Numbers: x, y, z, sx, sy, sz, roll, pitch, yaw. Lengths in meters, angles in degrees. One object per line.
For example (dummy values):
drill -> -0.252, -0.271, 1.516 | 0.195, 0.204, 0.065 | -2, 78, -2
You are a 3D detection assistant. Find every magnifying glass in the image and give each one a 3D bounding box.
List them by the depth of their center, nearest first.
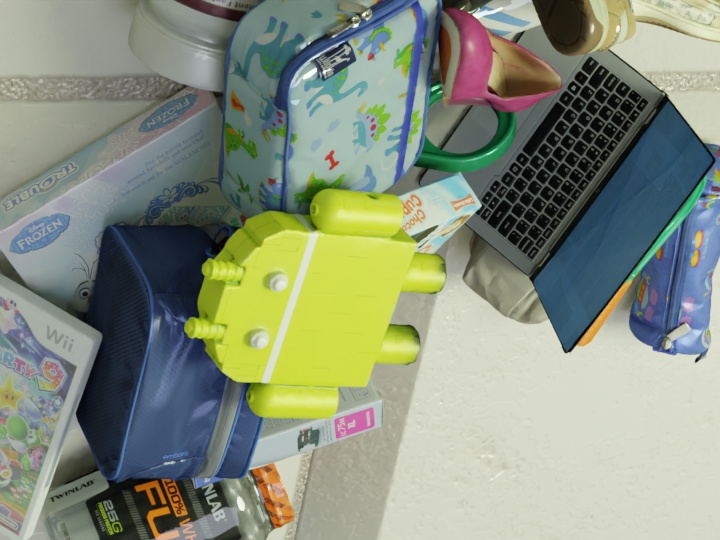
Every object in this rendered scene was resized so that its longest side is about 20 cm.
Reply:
magnifying glass -> 0.026, -0.103, 1.400 | 0.198, 0.080, 0.022 | -12, 151, -5
magnifying glass -> 0.227, -0.011, 1.472 | 0.079, 0.022, 0.201 | -26, 151, -45

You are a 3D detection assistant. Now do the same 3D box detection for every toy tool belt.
toy tool belt -> 0.179, -0.050, 1.504 | 0.200, 0.125, 0.123 | -52, 168, 19

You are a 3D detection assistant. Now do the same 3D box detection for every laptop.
laptop -> 0.154, -0.077, 1.382 | 0.188, 0.200, 0.116 | -54, 167, 18

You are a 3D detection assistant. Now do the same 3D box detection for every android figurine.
android figurine -> -0.033, 0.024, 1.265 | 0.199, 0.041, 0.183 | 6, 115, -36

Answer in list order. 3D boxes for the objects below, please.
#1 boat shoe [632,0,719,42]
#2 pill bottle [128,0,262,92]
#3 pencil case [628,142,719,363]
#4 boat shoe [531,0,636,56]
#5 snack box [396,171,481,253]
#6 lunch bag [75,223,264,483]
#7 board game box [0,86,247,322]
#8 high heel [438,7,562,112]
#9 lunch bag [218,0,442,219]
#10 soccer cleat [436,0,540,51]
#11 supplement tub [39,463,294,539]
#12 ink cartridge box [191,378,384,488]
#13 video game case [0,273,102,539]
boat shoe -> 0.254, -0.230, 1.417 | 0.198, 0.073, 0.063 | 6, 117, -25
pill bottle -> -0.089, -0.234, 1.225 | 0.113, 0.114, 0.201 | 6, 121, -29
pencil case -> 0.292, -0.013, 1.587 | 0.077, 0.087, 0.202 | 10, 124, 8
boat shoe -> 0.150, -0.256, 1.302 | 0.076, 0.071, 0.202 | -14, 86, -35
snack box -> 0.000, 0.000, 1.407 | 0.116, 0.037, 0.200 | -23, 165, -39
lunch bag -> -0.129, 0.055, 1.345 | 0.131, 0.136, 0.202 | 2, 121, -28
board game box -> -0.162, -0.021, 1.392 | 0.199, 0.043, 0.200 | -30, 132, -2
high heel -> 0.105, -0.157, 1.297 | 0.095, 0.200, 0.068 | -6, 89, 3
lunch bag -> -0.019, -0.123, 1.257 | 0.160, 0.082, 0.201 | -33, 150, -31
soccer cleat -> 0.114, -0.216, 1.363 | 0.198, 0.071, 0.086 | -14, 166, -6
supplement tub -> -0.164, 0.209, 1.508 | 0.198, 0.123, 0.123 | -24, 131, -8
ink cartridge box -> -0.093, 0.109, 1.470 | 0.198, 0.120, 0.042 | -16, 134, -15
video game case -> -0.291, 0.099, 1.376 | 0.018, 0.142, 0.201 | -40, 156, -62
